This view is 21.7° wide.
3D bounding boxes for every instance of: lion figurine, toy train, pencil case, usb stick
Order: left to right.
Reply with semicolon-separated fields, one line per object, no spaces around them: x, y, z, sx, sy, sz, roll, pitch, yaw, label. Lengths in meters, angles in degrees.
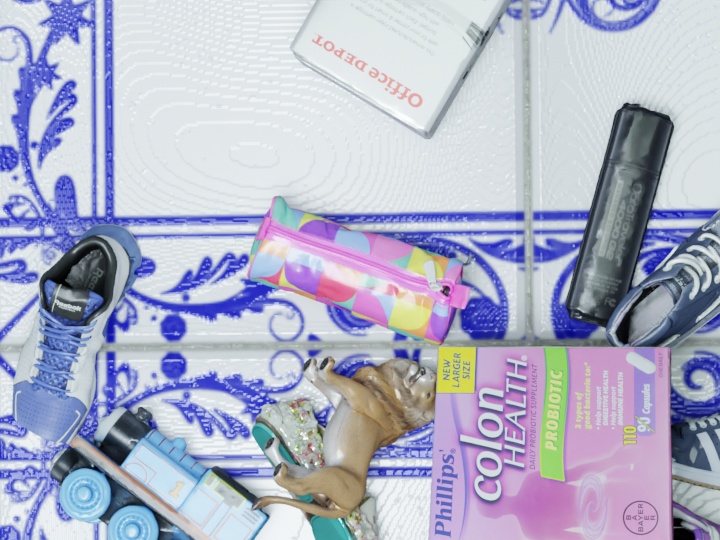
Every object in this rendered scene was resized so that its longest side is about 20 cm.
-0.179;0.206;1.673;0.199;0.087;0.115;37;82;5;toy train
-0.010;0.151;1.635;0.122;0.072;0.201;38;65;-19;lion figurine
0.000;0.000;1.667;0.198;0.088;0.089;17;89;4;pencil case
0.232;-0.049;1.681;0.055;0.033;0.202;15;89;-4;usb stick

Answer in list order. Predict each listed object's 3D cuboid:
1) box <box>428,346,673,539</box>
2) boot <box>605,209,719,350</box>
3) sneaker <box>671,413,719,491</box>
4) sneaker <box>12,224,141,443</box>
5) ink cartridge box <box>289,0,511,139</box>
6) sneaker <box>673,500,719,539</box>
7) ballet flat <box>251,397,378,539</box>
0.162;0.161;1.573;0.198;0.097;0.177;0;64;10;box
0.298;0.002;1.625;0.073;0.090;0.200;45;104;17;boot
0.325;0.138;1.652;0.198;0.070;0.109;13;94;-4;sneaker
-0.262;0.050;1.662;0.080;0.115;0.201;21;90;4;sneaker
0.049;-0.238;1.669;0.145;0.084;0.201;31;91;4;ink cartridge box
0.306;0.251;1.630;0.199;0.114;0.073;23;88;2;sneaker
-0.024;0.200;1.674;0.064;0.076;0.201;-30;93;-31;ballet flat
